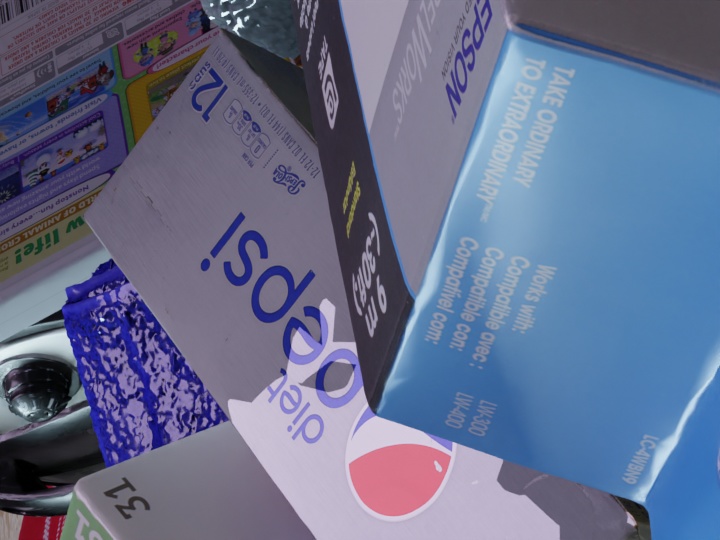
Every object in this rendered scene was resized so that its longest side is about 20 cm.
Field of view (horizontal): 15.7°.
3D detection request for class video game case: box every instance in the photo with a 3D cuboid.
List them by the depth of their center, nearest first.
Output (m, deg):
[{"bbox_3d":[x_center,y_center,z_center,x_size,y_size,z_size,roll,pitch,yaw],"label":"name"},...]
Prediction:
[{"bbox_3d":[-0.085,-0.074,1.006,0.022,0.199,0.183,51,-164,-41],"label":"video game case"}]

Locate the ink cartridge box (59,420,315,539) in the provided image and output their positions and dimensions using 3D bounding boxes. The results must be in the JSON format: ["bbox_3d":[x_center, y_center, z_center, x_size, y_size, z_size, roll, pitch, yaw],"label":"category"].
[{"bbox_3d":[-0.035,0.114,0.649,0.146,0.199,0.048,45,134,27],"label":"ink cartridge box"}]

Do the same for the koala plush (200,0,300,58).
[{"bbox_3d":[-0.010,-0.196,0.709,0.183,0.177,0.201,-24,54,34],"label":"koala plush"}]

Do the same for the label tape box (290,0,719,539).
[{"bbox_3d":[0.035,-0.037,0.521,0.144,0.066,0.201,108,157,-57],"label":"label tape box"}]

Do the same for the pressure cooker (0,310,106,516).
[{"bbox_3d":[-0.115,0.006,1.125,0.176,0.177,0.201,115,152,-56],"label":"pressure cooker"}]

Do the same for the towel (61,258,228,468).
[{"bbox_3d":[-0.016,0.036,0.787,0.200,0.049,0.149,-28,70,47],"label":"towel"}]

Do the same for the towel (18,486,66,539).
[{"bbox_3d":[-0.124,0.094,1.305,0.200,0.022,0.145,-50,26,38],"label":"towel"}]

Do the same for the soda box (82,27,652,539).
[{"bbox_3d":[0.011,0.028,0.661,0.068,0.063,0.200,-52,50,14],"label":"soda box"}]
